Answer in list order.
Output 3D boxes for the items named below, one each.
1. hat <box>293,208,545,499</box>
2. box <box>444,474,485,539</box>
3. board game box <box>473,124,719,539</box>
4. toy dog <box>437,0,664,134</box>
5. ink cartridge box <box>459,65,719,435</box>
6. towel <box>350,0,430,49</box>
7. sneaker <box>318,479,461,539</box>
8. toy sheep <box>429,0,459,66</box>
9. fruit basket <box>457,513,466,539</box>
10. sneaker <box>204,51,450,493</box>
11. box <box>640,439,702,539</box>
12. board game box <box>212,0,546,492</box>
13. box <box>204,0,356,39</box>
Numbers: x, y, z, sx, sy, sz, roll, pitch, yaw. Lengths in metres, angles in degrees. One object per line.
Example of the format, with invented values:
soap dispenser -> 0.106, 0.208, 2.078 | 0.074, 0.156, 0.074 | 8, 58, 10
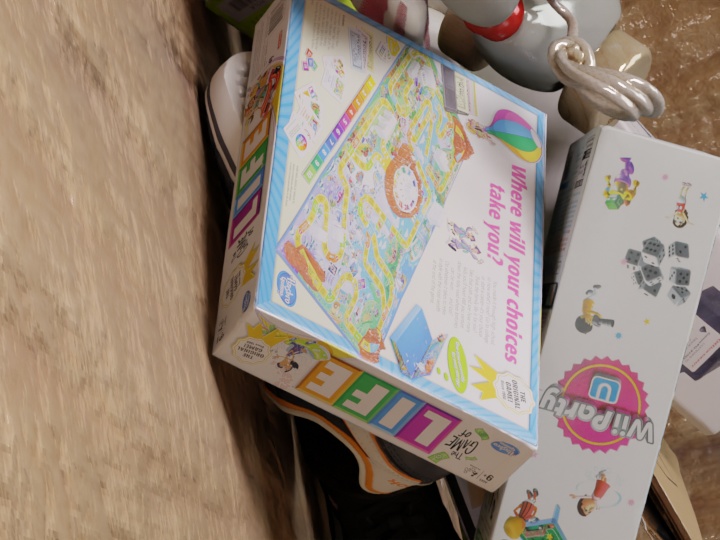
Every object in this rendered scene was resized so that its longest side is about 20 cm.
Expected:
hat -> 0.000, 0.000, 1.353 | 0.081, 0.200, 0.202 | 19, 50, -38
box -> 0.065, 0.073, 1.472 | 0.117, 0.060, 0.201 | 27, 43, -84
board game box -> 0.101, 0.044, 1.288 | 0.148, 0.064, 0.201 | 24, 81, -89
toy dog -> 0.086, -0.132, 1.301 | 0.097, 0.131, 0.200 | -59, -177, -3
ink cartridge box -> 0.132, -0.020, 1.485 | 0.145, 0.084, 0.200 | 55, 10, 34
towel -> -0.033, -0.180, 1.287 | 0.200, 0.030, 0.146 | 55, -2, 10
sneaker -> 0.008, 0.118, 1.448 | 0.088, 0.075, 0.201 | 62, 8, -66
toy sheep -> 0.000, -0.144, 1.558 | 0.138, 0.137, 0.201 | 70, 10, -70
fruit basket -> 0.098, 0.172, 1.573 | 0.156, 0.214, 0.217 | -93, 172, -64
sneaker -> -0.021, 0.006, 1.269 | 0.078, 0.079, 0.201 | -19, 75, -53
box -> 0.124, 0.067, 1.507 | 0.164, 0.021, 0.200 | 57, 6, -11
board game box -> 0.012, -0.018, 1.219 | 0.034, 0.134, 0.201 | -47, -155, 38
box -> -0.029, -0.185, 1.434 | 0.122, 0.048, 0.201 | 33, 38, -41
